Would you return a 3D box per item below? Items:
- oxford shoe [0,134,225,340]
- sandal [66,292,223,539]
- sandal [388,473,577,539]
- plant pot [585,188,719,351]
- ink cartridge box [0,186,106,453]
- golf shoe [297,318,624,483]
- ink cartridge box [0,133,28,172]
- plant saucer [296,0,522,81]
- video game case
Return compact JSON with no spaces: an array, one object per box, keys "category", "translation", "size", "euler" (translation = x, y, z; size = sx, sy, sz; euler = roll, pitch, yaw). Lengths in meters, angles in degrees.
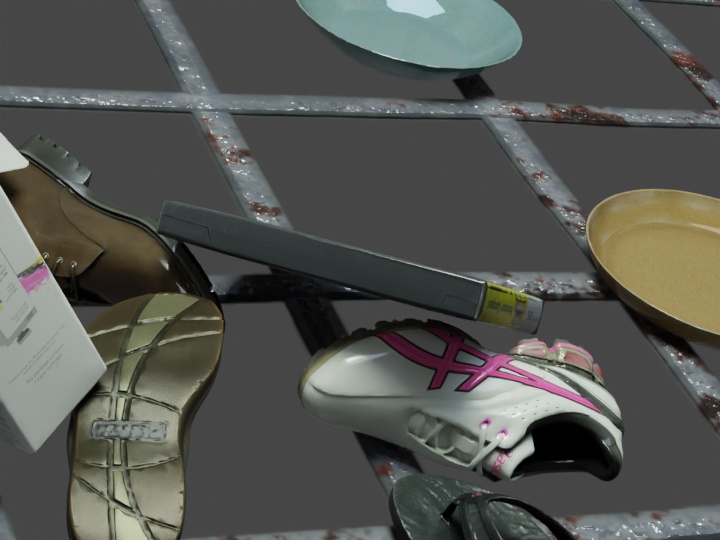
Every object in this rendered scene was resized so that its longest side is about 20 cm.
[{"category":"oxford shoe","translation":[-0.166,-0.001,1.105],"size":[0.200,0.073,0.084],"euler":[32,52,28]},{"category":"sandal","translation":[-0.119,0.091,0.985],"size":[0.081,0.055,0.201],"euler":[4,47,-6]},{"category":"sandal","translation":[0.098,0.162,0.962],"size":[0.075,0.048,0.200],"euler":[-18,45,-42]},{"category":"plant pot","translation":[0.256,0.005,1.302],"size":[0.199,0.028,0.200],"euler":[10,32,-6]},{"category":"ink cartridge box","translation":[-0.225,-0.007,0.921],"size":[0.116,0.200,0.068],"euler":[18,55,37]},{"category":"golf shoe","translation":[0.063,0.081,1.053],"size":[0.199,0.073,0.092],"euler":[5,34,-17]},{"category":"ink cartridge box","translation":[-0.313,-0.043,1.081],"size":[0.199,0.068,0.117],"euler":[-18,44,-34]},{"category":"plant saucer","translation":[0.037,-0.205,1.530],"size":[0.200,0.039,0.201],"euler":[12,32,-7]},{"category":"video game case","translation":[0.000,0.000,1.094],"size":[0.199,0.026,0.181],"euler":[15,0,17]}]
